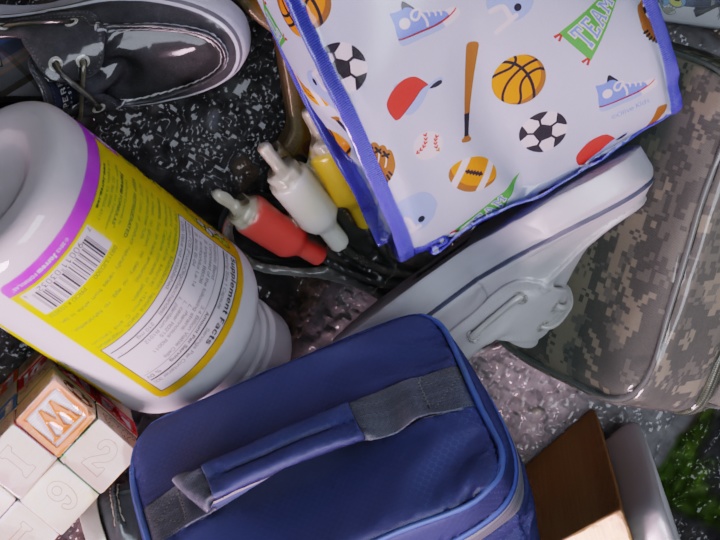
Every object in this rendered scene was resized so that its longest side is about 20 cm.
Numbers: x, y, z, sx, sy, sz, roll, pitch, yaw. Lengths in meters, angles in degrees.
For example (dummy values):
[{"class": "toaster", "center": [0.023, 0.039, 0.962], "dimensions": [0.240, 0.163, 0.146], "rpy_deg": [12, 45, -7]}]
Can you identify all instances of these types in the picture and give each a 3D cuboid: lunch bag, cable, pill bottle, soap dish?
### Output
[{"class": "lunch bag", "center": [-0.019, 0.118, 0.852], "dimensions": [0.200, 0.136, 0.132], "rpy_deg": [-24, 133, -2]}, {"class": "cable", "center": [0.000, 0.000, 0.956], "dimensions": [0.097, 0.050, 0.200], "rpy_deg": [-39, 116, 15]}, {"class": "lunch bag", "center": [0.045, -0.125, 0.843], "dimensions": [0.170, 0.124, 0.200], "rpy_deg": [-29, 105, -4]}, {"class": "lunch bag", "center": [0.190, -0.023, 0.959], "dimensions": [0.168, 0.139, 0.200], "rpy_deg": [9, 101, -40]}, {"class": "pill bottle", "center": [-0.123, 0.006, 0.892], "dimensions": [0.104, 0.104, 0.200], "rpy_deg": [-49, 133, 1]}, {"class": "soap dish", "center": [0.153, 0.197, 0.985], "dimensions": [0.081, 0.157, 0.200], "rpy_deg": [-19, 103, 8]}]

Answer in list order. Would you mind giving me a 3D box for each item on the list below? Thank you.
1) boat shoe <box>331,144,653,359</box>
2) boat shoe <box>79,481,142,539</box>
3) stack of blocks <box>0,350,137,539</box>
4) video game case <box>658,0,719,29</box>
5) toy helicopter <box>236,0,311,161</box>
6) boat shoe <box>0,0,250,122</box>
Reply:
[{"class": "boat shoe", "center": [0.078, 0.008, 0.908], "dimensions": [0.200, 0.074, 0.065], "rpy_deg": [-34, 95, 29]}, {"class": "boat shoe", "center": [-0.091, 0.206, 0.979], "dimensions": [0.062, 0.073, 0.200], "rpy_deg": [-24, 99, -2]}, {"class": "stack of blocks", "center": [-0.208, 0.134, 0.921], "dimensions": [0.059, 0.115, 0.200], "rpy_deg": [43, 91, -15]}, {"class": "video game case", "center": [0.154, -0.237, 0.943], "dimensions": [0.182, 0.022, 0.200], "rpy_deg": [5, 99, -13]}, {"class": "toy helicopter", "center": [-0.040, -0.130, 0.928], "dimensions": [0.132, 0.079, 0.200], "rpy_deg": [-12, 115, -15]}, {"class": "boat shoe", "center": [-0.157, -0.103, 0.881], "dimensions": [0.200, 0.066, 0.070], "rpy_deg": [2, 131, 6]}]
